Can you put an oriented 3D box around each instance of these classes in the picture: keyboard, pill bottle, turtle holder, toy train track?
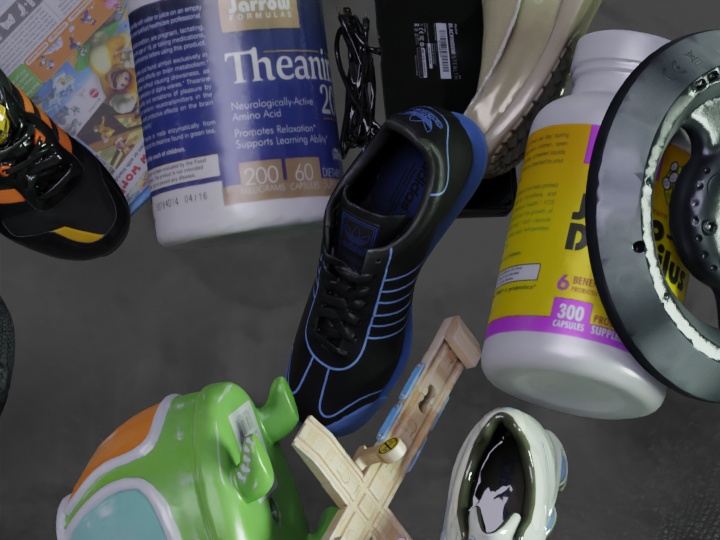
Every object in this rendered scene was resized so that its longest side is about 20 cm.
[{"bbox_3d":[0.031,-0.121,1.747,0.103,0.040,0.201,1,69,-14],"label":"keyboard"},{"bbox_3d":[-0.072,-0.117,1.691,0.110,0.111,0.201,-8,87,8],"label":"pill bottle"},{"bbox_3d":[0.135,-0.027,1.648,0.104,0.104,0.201,9,73,13],"label":"pill bottle"},{"bbox_3d":[-0.082,0.156,1.624,0.131,0.186,0.141,-18,34,12],"label":"turtle holder"},{"bbox_3d":[0.027,0.096,1.614,0.032,0.115,0.200,-17,30,39],"label":"toy train track"}]

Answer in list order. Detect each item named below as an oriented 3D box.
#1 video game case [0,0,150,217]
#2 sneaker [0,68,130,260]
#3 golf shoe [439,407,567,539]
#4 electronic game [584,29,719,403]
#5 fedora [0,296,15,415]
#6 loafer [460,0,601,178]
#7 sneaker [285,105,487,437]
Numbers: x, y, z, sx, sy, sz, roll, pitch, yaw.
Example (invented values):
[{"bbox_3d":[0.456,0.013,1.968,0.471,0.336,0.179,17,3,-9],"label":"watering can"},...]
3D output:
[{"bbox_3d":[-0.165,-0.142,1.743,0.200,0.018,0.143,45,83,-8],"label":"video game case"},{"bbox_3d":[-0.204,-0.070,1.672,0.200,0.090,0.070,43,84,-19],"label":"sneaker"},{"bbox_3d":[0.064,0.169,1.600,0.078,0.097,0.201,2,73,10],"label":"golf shoe"},{"bbox_3d":[0.197,-0.029,1.607,0.042,0.200,0.201,-1,65,53],"label":"electronic game"},{"bbox_3d":[-0.251,0.052,1.691,0.091,0.200,0.202,13,71,-22],"label":"fedora"},{"bbox_3d":[0.095,-0.143,1.713,0.068,0.076,0.201,23,68,11],"label":"loafer"},{"bbox_3d":[0.000,0.000,1.649,0.070,0.078,0.201,28,102,26],"label":"sneaker"}]
